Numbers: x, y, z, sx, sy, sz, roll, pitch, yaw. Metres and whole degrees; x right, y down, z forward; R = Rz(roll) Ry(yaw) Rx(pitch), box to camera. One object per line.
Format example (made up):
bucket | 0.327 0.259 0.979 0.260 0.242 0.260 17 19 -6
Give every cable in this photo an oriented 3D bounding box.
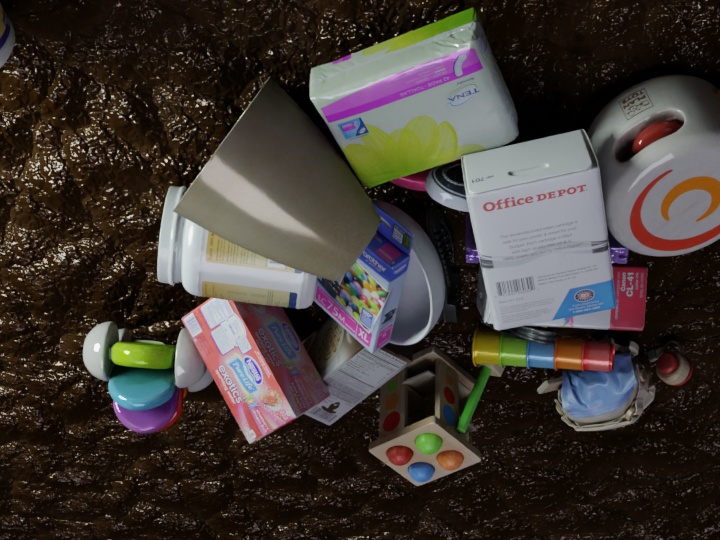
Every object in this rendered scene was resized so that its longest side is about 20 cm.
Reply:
cable | 0.213 0.065 1.451 0.096 0.051 0.200 18 178 3

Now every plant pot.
plant pot | -0.081 -0.084 1.242 0.199 0.188 0.187 37 130 -10

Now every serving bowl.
serving bowl | 0.040 -0.007 1.397 0.199 0.065 0.202 33 139 34

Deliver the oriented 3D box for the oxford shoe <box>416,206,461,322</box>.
oxford shoe | 0.086 -0.003 1.446 0.083 0.073 0.202 4 135 13

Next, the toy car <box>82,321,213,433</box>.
toy car | -0.304 0.159 1.561 0.172 0.152 0.200 5 170 1

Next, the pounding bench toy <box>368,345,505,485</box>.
pounding bench toy | 0.126 0.212 1.614 0.199 0.157 0.124 -28 129 30

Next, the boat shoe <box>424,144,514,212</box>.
boat shoe | 0.169 -0.118 1.281 0.198 0.072 0.068 -3 139 -26

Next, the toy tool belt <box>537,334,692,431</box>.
toy tool belt | 0.365 0.156 1.563 0.199 0.126 0.122 -29 137 30

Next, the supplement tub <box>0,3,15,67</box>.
supplement tub | -0.460 -0.292 1.108 0.143 0.147 0.201 -6 137 11

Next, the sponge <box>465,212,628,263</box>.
sponge | 0.228 -0.059 1.341 0.197 0.113 0.030 0 140 4

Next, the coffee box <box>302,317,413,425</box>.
coffee box | -0.013 0.120 1.555 0.079 0.115 0.200 28 132 -24

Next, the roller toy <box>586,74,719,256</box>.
roller toy | 0.353 -0.125 1.240 0.180 0.141 0.201 3 135 -15

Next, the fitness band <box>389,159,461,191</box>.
fitness band | 0.071 -0.172 1.285 0.141 0.038 0.201 3 139 1

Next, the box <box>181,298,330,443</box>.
box | -0.144 0.119 1.500 0.102 0.094 0.202 -33 85 33

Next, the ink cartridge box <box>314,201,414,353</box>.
ink cartridge box | 0.000 0.000 1.361 0.119 0.042 0.201 40 141 24

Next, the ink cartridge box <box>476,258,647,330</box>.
ink cartridge box | 0.256 0.023 1.396 0.197 0.148 0.087 4 97 0

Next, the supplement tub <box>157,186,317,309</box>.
supplement tub | -0.150 -0.034 1.372 0.197 0.146 0.145 8 138 -4

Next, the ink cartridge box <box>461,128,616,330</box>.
ink cartridge box | 0.203 -0.042 1.226 0.144 0.086 0.202 -11 126 8

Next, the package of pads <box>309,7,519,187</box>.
package of pads | 0.063 -0.183 1.197 0.198 0.069 0.155 -17 136 18

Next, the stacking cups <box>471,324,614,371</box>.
stacking cups | 0.260 0.110 1.540 0.197 0.061 0.061 1 139 18
